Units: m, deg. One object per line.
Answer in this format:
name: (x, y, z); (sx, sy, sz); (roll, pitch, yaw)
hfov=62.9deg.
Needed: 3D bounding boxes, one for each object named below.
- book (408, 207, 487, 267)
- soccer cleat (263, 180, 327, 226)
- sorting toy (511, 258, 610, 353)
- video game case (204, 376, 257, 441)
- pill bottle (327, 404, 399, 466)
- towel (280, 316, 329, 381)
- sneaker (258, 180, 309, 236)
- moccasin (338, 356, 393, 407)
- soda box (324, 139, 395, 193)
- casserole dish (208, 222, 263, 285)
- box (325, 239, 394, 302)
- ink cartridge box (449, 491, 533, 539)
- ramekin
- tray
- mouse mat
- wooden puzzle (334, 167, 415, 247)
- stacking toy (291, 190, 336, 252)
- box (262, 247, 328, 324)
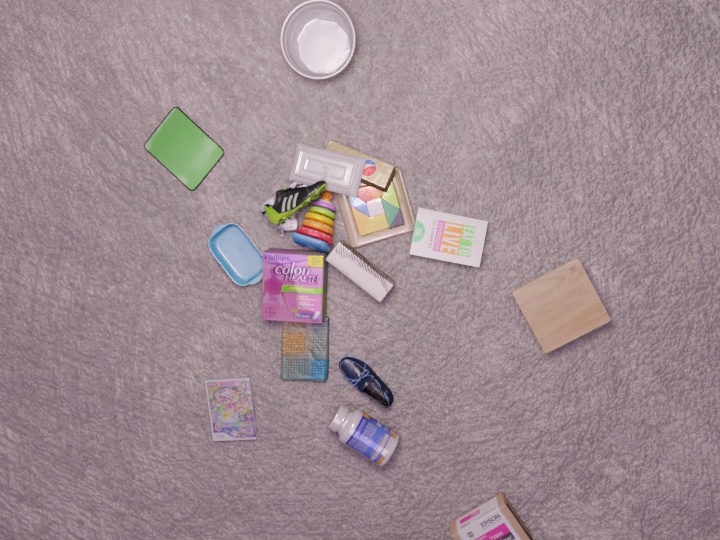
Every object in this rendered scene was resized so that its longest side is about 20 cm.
book: (0.246, -0.093, 1.657); (0.199, 0.048, 0.134); (10, 95, -1)
soccer cleat: (-0.181, -0.198, 1.600); (0.200, 0.068, 0.081); (-31, 92, 22)
sorting toy: (0.556, 0.094, 1.653); (0.200, 0.070, 0.199); (-29, 96, 9)
video game case: (-0.402, 0.432, 1.835); (0.143, 0.018, 0.201); (-4, 100, 6)
pill bottle: (0.005, 0.485, 1.756); (0.200, 0.112, 0.112); (33, 101, -1)
towel: (-0.167, 0.234, 1.776); (0.146, 0.022, 0.201); (3, 98, 4)
sneaker: (-0.183, -0.184, 1.678); (0.200, 0.075, 0.115); (-30, 97, 15)
moccasin: (0.022, 0.328, 1.748); (0.200, 0.068, 0.081); (36, 101, -1)
soda box: (-0.007, -0.288, 1.626); (0.199, 0.064, 0.068); (24, 88, 8)
casserole dish: (-0.358, -0.049, 1.736); (0.121, 0.039, 0.200); (-37, 94, 11)
box: (0.000, 0.000, 1.687); (0.200, 0.082, 0.068); (37, 100, -3)
ink cartridge box: (0.397, 0.802, 1.791); (0.200, 0.075, 0.165); (-35, 96, 11)
ramekin: (-0.107, -0.608, 1.578); (0.199, 0.105, 0.201); (1, 100, 5)
tray: (-0.093, -0.274, 1.597); (0.199, 0.022, 0.108); (16, 96, 10)
mouse mat: (-0.513, -0.353, 1.714); (0.200, 0.008, 0.161); (43, 101, -4)
wooden puzzle: (0.041, -0.176, 1.673); (0.199, 0.037, 0.186); (-15, 98, 8)
stacking toy: (-0.110, -0.159, 1.667); (0.109, 0.116, 0.201); (17, 84, 8)
box: (-0.187, 0.042, 1.705); (0.175, 0.097, 0.201); (4, 100, 5)
